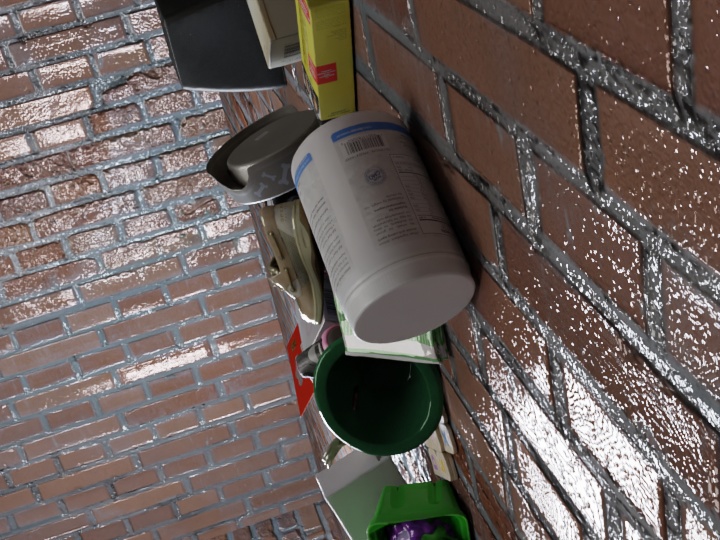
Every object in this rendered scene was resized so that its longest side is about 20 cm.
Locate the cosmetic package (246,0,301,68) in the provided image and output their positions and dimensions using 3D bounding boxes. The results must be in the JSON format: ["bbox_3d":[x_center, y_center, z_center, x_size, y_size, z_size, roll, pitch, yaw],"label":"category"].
[{"bbox_3d":[-0.120,-0.390,1.468,0.104,0.073,0.201,114,138,-77],"label":"cosmetic package"}]

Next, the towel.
[{"bbox_3d":[0.019,0.011,1.246,0.152,0.023,0.201,2,113,39],"label":"towel"}]

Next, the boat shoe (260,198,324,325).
[{"bbox_3d":[-0.081,-0.008,1.334,0.200,0.065,0.072,82,-176,-48],"label":"boat shoe"}]

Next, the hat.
[{"bbox_3d":[0.032,0.113,1.419,0.176,0.165,0.201,-66,-34,-67],"label":"hat"}]

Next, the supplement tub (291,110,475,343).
[{"bbox_3d":[0.019,-0.044,1.069,0.132,0.131,0.201,90,161,-62],"label":"supplement tub"}]

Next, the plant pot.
[{"bbox_3d":[-0.251,-0.419,1.879,0.200,0.177,0.201,-118,13,-52],"label":"plant pot"}]

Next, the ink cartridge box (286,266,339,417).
[{"bbox_3d":[-0.083,0.093,1.630,0.200,0.057,0.163,-58,30,31],"label":"ink cartridge box"}]

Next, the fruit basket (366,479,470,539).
[{"bbox_3d":[0.097,0.408,1.445,0.216,0.155,0.217,-7,-90,-84],"label":"fruit basket"}]

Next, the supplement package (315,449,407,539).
[{"bbox_3d":[0.034,0.382,1.673,0.201,0.117,0.117,60,174,-11],"label":"supplement package"}]

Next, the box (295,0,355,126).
[{"bbox_3d":[-0.042,-0.265,1.285,0.200,0.050,0.075,88,163,-58],"label":"box"}]

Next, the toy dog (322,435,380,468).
[{"bbox_3d":[0.031,0.229,1.595,0.132,0.096,0.200,-64,-9,18],"label":"toy dog"}]

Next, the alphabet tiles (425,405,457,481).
[{"bbox_3d":[0.086,0.182,1.452,0.196,0.015,0.201,157,96,-81],"label":"alphabet tiles"}]

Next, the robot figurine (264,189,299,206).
[{"bbox_3d":[-0.073,-0.100,1.569,0.125,0.150,0.200,48,170,-2],"label":"robot figurine"}]

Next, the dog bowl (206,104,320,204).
[{"bbox_3d":[-0.109,-0.161,1.463,0.059,0.200,0.200,61,176,-23],"label":"dog bowl"}]

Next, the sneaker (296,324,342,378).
[{"bbox_3d":[-0.016,0.138,1.534,0.200,0.095,0.079,28,-144,-49],"label":"sneaker"}]
